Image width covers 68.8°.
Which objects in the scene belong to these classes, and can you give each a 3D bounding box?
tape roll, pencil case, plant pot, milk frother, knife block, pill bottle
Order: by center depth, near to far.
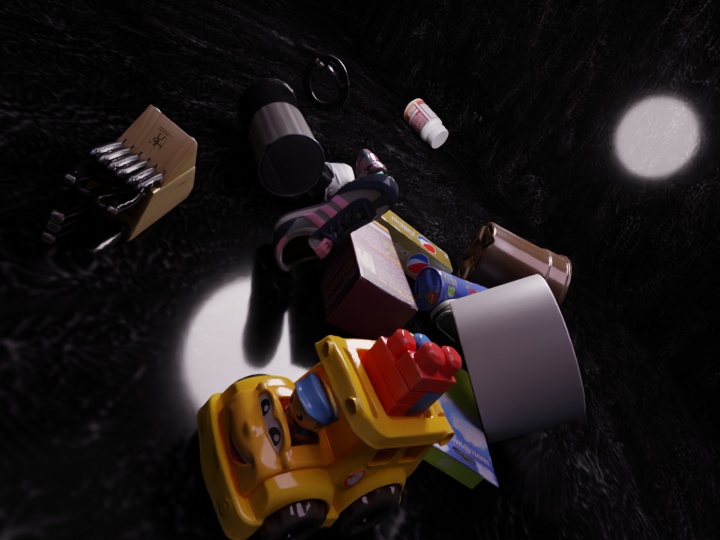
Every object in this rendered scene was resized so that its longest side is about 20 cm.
[{"bbox_3d":[-0.253,-0.077,0.566,0.063,0.178,0.199,36,-21,-10],"label":"knife block"},{"bbox_3d":[0.217,0.124,0.750,0.203,0.134,0.210,-17,91,-81],"label":"tape roll"},{"bbox_3d":[-0.098,-0.259,0.912,0.176,0.202,0.191,12,37,-37],"label":"milk frother"},{"bbox_3d":[0.179,0.054,0.991,0.196,0.085,0.081,19,73,-41],"label":"pencil case"},{"bbox_3d":[0.340,0.005,1.205,0.194,0.203,0.202,30,25,-7],"label":"plant pot"},{"bbox_3d":[0.276,-0.617,2.216,0.108,0.110,0.202,3,46,-55],"label":"pill bottle"}]

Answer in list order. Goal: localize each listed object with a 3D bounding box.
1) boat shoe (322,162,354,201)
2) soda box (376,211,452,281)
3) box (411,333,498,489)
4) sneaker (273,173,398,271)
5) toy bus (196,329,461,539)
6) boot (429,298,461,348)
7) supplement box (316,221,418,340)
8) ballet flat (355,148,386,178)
[{"bbox_3d":[-0.042,-0.149,0.998,0.066,0.073,0.204,10,41,-19],"label":"boat shoe"},{"bbox_3d":[0.086,-0.046,1.026,0.197,0.064,0.069,34,24,-19],"label":"soda box"},{"bbox_3d":[0.106,0.185,0.692,0.120,0.048,0.202,35,24,-19],"label":"box"},{"bbox_3d":[-0.033,-0.056,0.712,0.070,0.195,0.084,48,27,-39],"label":"sneaker"},{"bbox_3d":[-0.011,0.120,0.443,0.196,0.193,0.138,14,36,-44],"label":"toy bus"},{"bbox_3d":[0.214,0.144,0.906,0.200,0.074,0.156,28,30,-32],"label":"boot"},{"bbox_3d":[0.000,0.000,0.786,0.108,0.086,0.203,29,27,-29],"label":"supplement box"},{"bbox_3d":[0.022,-0.171,1.025,0.201,0.067,0.073,75,-3,-71],"label":"ballet flat"}]
